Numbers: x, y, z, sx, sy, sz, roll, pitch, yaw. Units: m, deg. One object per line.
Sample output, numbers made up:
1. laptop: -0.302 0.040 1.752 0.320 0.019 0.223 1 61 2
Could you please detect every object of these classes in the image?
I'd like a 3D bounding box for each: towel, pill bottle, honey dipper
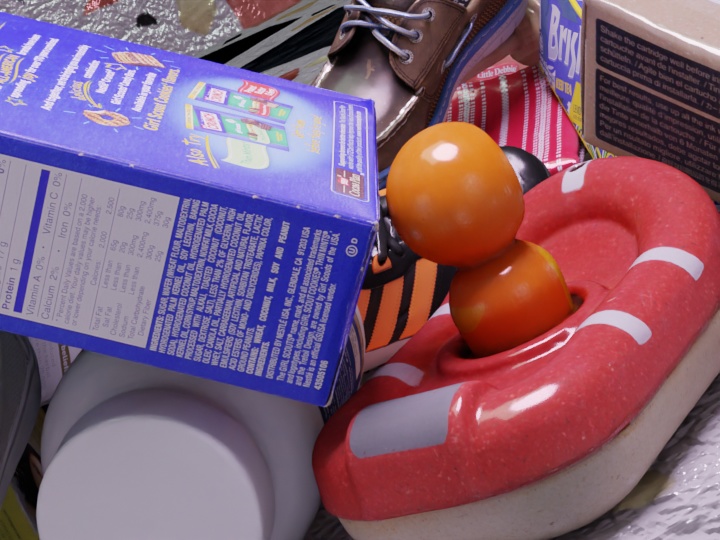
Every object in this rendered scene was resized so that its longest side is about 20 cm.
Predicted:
1. towel: 0.021 -0.063 1.027 0.198 0.023 0.145 -11 25 14
2. pill bottle: -0.063 0.060 0.773 0.110 0.112 0.200 -23 13 13
3. honey dipper: 0.042 -0.099 1.025 0.199 0.038 0.038 -32 14 -24

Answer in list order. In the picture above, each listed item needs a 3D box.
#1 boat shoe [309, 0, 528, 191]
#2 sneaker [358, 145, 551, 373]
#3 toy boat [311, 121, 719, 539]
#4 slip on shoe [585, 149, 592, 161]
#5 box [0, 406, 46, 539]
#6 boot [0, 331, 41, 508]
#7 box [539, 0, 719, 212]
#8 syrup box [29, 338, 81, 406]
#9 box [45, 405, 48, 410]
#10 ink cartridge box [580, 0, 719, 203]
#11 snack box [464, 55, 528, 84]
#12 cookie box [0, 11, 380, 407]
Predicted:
1. boat shoe: 0.017 -0.115 0.969 0.072 0.073 0.200 18 52 23
2. sneaker: 0.000 0.000 0.905 0.199 0.070 0.090 -31 -25 4
3. toy boat: 0.053 0.006 0.712 0.130 0.131 0.200 -16 16 36
4. slip on shoe: 0.096 -0.075 1.114 0.074 0.062 0.200 -19 14 32
5. box: -0.157 0.105 0.870 0.050 0.076 0.200 -28 14 -3
6. boot: -0.176 0.090 0.715 0.073 0.096 0.201 -1 59 16
7. box: 0.137 -0.094 0.940 0.064 0.071 0.200 -6 29 -5
8. syrup box: -0.150 0.013 0.904 0.078 0.082 0.200 -3 10 31
9. box: -0.258 0.045 1.019 0.148 0.201 0.107 -13 17 46
10. ink cartridge box: 0.212 -0.097 0.791 0.200 0.076 0.164 -35 46 -31
11. snack box: 0.157 -0.115 1.091 0.199 0.025 0.072 5 15 39
12. cookie box: -0.097 -0.034 0.720 0.198 0.076 0.171 14 18 -4
